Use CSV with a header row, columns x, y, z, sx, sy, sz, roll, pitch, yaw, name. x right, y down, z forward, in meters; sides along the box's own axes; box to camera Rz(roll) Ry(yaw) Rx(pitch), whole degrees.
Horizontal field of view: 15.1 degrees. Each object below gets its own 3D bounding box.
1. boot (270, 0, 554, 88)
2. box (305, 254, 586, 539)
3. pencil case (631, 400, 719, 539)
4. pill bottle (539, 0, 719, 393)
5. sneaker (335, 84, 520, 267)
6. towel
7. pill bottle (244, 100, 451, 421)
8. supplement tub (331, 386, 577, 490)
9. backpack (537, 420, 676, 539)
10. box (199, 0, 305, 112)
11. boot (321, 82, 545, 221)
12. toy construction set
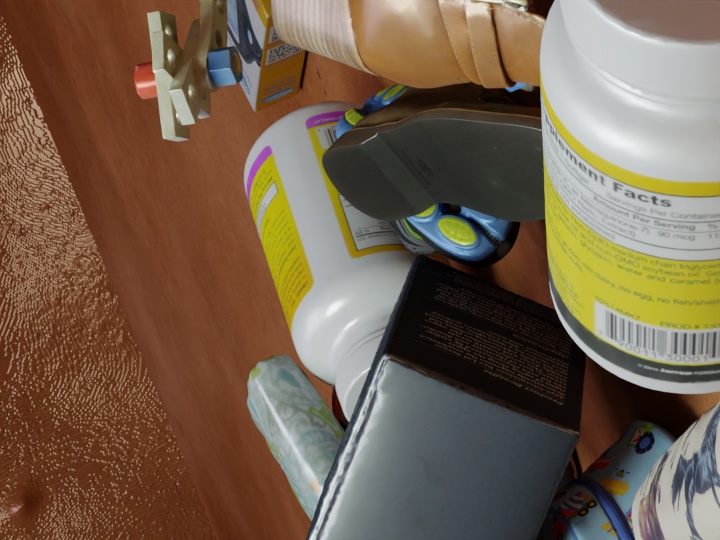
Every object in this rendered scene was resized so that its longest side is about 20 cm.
x,y,z,sx,sy,sz,roll,pitch,yaw,name
0.032,-0.177,1.198,0.154,0.074,0.201,13,123,32,boot
0.042,0.098,1.386,0.200,0.104,0.149,-70,1,-73,box
0.176,0.090,1.147,0.200,0.089,0.078,110,163,-73,pencil case
0.123,-0.054,1.003,0.115,0.114,0.201,59,166,34,pill bottle
0.048,-0.046,1.512,0.083,0.071,0.200,56,175,-25,sneaker
-0.004,0.153,1.648,0.172,0.048,0.200,54,174,21,towel
0.000,0.000,1.622,0.105,0.104,0.201,79,174,-49,pill bottle
0.047,0.095,1.669,0.200,0.106,0.107,48,159,56,supplement tub
0.141,0.186,1.356,0.183,0.134,0.201,93,154,-64,backpack
-0.078,-0.190,1.844,0.120,0.041,0.200,64,166,14,box
0.061,-0.072,1.379,0.199,0.076,0.074,3,135,55,boot
-0.017,-0.133,1.328,0.092,0.199,0.132,-91,-11,-76,toy construction set
